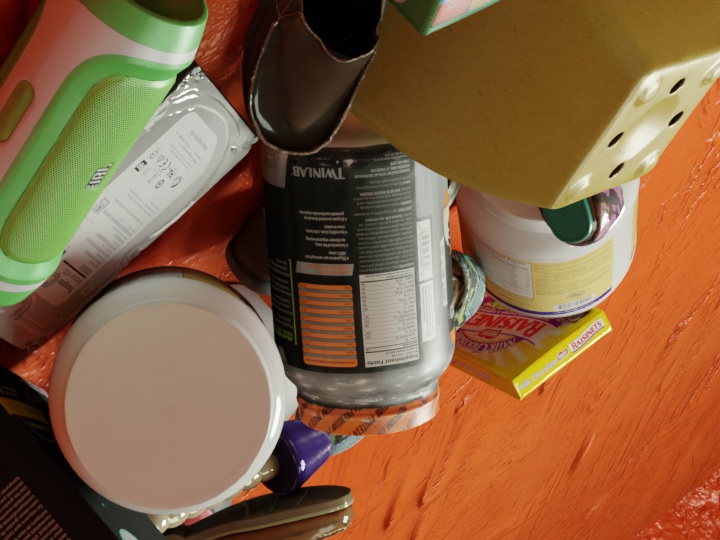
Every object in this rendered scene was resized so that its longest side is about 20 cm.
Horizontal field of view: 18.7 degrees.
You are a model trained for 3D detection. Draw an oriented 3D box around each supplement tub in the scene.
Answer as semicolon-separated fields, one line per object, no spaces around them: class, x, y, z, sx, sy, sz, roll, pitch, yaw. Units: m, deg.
supplement tub;0.000;0.000;1.443;0.122;0.122;0.201;-21;114;-47
supplement tub;-0.120;0.074;1.365;0.145;0.145;0.200;-43;-174;-1
supplement tub;0.146;-0.058;1.707;0.145;0.145;0.200;-40;161;-9

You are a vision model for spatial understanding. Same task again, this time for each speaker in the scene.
speaker;-0.161;-0.076;1.150;0.088;0.088;0.200;-13;144;-56

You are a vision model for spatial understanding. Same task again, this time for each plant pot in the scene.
plant pot;0.112;-0.153;1.358;0.195;0.200;0.194;-19;150;-48

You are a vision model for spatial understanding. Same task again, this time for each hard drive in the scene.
hard drive;-0.158;-0.041;1.303;0.200;0.038;0.140;-42;161;-1

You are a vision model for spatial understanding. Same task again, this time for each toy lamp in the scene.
toy lamp;-0.101;0.157;1.598;0.200;0.058;0.058;-22;152;-43

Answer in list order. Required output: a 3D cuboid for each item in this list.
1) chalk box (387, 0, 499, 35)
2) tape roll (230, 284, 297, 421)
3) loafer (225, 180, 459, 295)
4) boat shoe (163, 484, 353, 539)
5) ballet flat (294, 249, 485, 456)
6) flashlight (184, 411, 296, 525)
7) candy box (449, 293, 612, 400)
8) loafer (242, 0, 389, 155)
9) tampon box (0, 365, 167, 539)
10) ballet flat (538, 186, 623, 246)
chalk box;0.054;-0.213;1.109;0.124;0.200;0.124;-27;156;-38
tape roll;-0.131;0.104;1.614;0.202;0.071;0.203;-38;160;-16
loafer;-0.003;-0.047;1.542;0.200;0.075;0.070;-31;162;-32
boat shoe;-0.094;0.215;1.643;0.199;0.068;0.072;-16;-175;9
ballet flat;0.017;0.058;1.691;0.200;0.074;0.074;-50;162;-9
flashlight;-0.100;0.144;1.771;0.200;0.068;0.068;-53;-175;23
candy box;0.113;0.046;1.836;0.102;0.200;0.026;-38;119;-17
loafer;-0.025;-0.141;1.277;0.073;0.071;0.200;10;130;-10
tampon box;-0.215;0.174;1.395;0.126;0.200;0.150;-43;162;0
ballet flat;0.135;-0.115;1.557;0.069;0.200;0.071;-13;-161;40
